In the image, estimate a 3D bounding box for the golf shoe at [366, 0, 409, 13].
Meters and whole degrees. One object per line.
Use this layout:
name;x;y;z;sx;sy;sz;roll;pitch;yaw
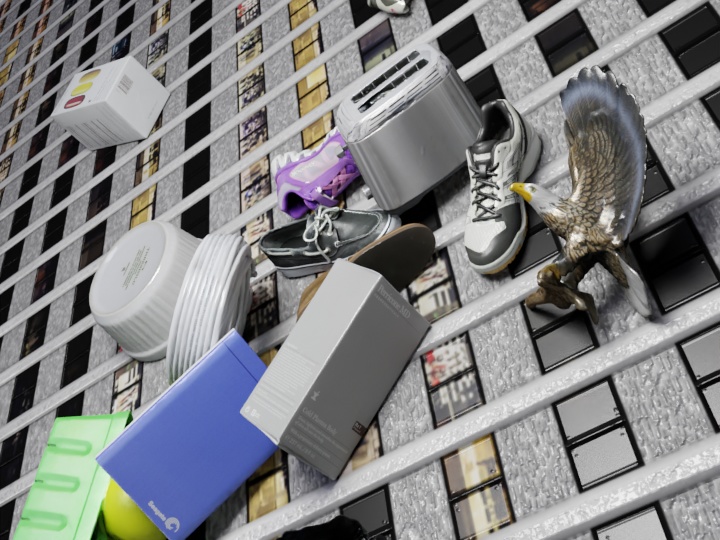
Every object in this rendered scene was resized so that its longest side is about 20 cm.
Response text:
golf shoe;0.090;-0.474;1.340;0.088;0.077;0.201;35;87;30

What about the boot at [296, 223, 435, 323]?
boot;0.000;0.000;1.029;0.199;0.074;0.076;-37;30;17

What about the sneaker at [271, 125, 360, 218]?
sneaker;-0.041;-0.125;1.164;0.198;0.080;0.090;-20;53;37

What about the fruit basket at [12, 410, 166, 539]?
fruit basket;-0.285;0.278;1.035;0.211;0.156;0.219;4;57;-7

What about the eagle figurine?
eagle figurine;0.212;-0.065;0.816;0.151;0.150;0.203;12;74;58

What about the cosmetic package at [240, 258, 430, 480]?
cosmetic package;-0.025;0.102;0.935;0.090;0.107;0.202;24;78;50

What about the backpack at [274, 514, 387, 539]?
backpack;-0.057;0.316;0.724;0.200;0.190;0.154;-45;55;3

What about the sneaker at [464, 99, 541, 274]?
sneaker;0.140;-0.096;0.959;0.075;0.088;0.203;-8;55;35

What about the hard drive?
hard drive;-0.170;0.182;0.960;0.200;0.132;0.025;-43;12;-10

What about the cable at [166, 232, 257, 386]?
cable;-0.181;0.052;1.066;0.068;0.201;0.203;13;63;0

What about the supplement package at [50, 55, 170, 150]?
supplement package;-0.485;-0.319;1.696;0.197;0.109;0.115;-3;56;41

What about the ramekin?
ramekin;-0.303;0.020;1.265;0.200;0.094;0.205;-25;44;26

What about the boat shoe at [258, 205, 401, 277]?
boat shoe;-0.043;-0.046;1.100;0.197;0.068;0.075;-9;53;37

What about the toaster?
toaster;0.066;-0.174;1.039;0.198;0.130;0.114;-35;32;6
